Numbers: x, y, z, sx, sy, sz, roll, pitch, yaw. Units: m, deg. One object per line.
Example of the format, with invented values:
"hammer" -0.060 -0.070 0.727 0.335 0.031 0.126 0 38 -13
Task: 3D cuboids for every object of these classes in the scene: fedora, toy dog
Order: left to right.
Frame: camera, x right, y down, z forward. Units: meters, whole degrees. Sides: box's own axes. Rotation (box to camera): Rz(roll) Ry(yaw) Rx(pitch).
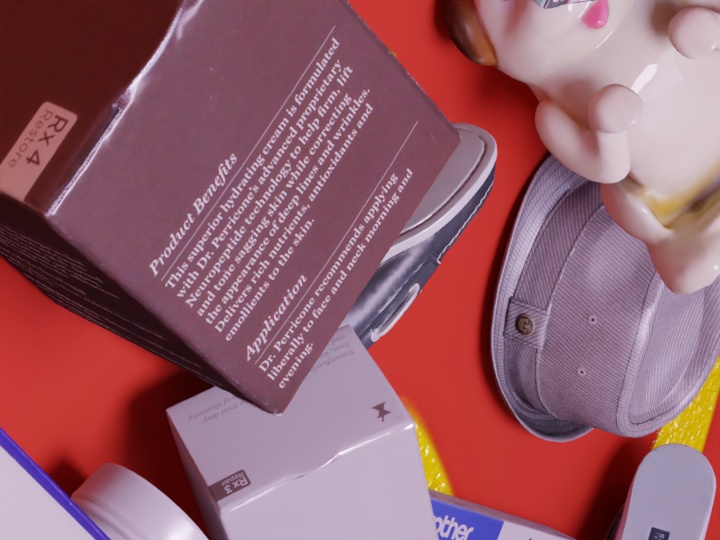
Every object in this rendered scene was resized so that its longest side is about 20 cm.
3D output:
"toy dog" 0.145 -0.121 1.412 0.140 0.194 0.200 -43 116 10
"fedora" 0.164 0.020 1.549 0.177 0.090 0.200 0 108 -48

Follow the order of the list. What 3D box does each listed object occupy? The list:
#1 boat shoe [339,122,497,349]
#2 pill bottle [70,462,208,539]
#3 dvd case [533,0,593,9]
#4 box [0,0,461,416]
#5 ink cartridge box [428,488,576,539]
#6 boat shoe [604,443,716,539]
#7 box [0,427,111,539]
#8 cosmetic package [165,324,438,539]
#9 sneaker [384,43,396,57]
"boat shoe" 0.000 0.000 1.378 0.200 0.076 0.060 -39 134 -12
"pill bottle" -0.164 0.192 1.257 0.200 0.112 0.112 -48 137 -20
"dvd case" 0.119 -0.199 1.353 0.200 0.146 0.022 -14 142 -42
"box" -0.094 -0.068 1.162 0.166 0.164 0.200 -56 139 -11
"ink cartridge box" 0.060 0.189 1.556 0.200 0.044 0.094 22 90 -50
"boat shoe" 0.177 0.214 1.639 0.091 0.071 0.200 90 23 -65
"box" -0.204 0.117 1.105 0.105 0.200 0.184 -53 139 -16
"cosmetic package" -0.022 0.134 1.359 0.113 0.081 0.200 -23 139 -11
"sneaker" -0.048 -0.034 1.314 0.200 0.076 0.092 -48 146 -9
